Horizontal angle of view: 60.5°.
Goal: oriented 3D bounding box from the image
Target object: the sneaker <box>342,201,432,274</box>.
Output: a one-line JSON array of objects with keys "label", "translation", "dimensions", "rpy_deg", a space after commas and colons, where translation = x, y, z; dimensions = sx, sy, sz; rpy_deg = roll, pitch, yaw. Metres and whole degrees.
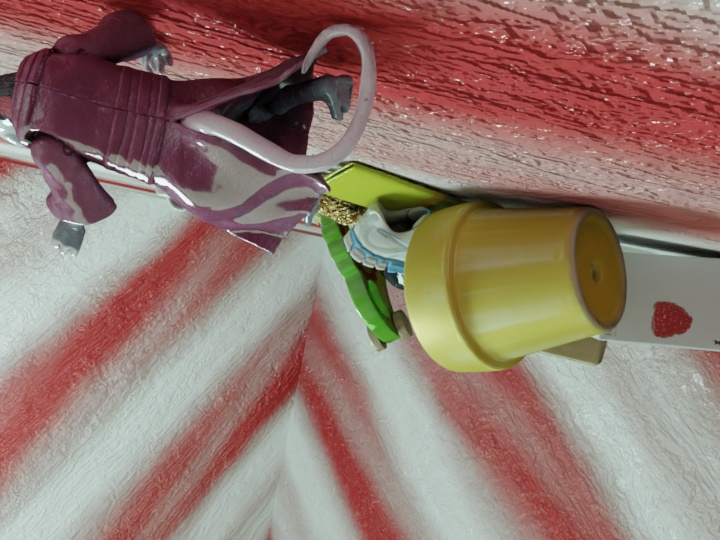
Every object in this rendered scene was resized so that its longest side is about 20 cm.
[{"label": "sneaker", "translation": [0.084, -0.034, 0.778], "dimensions": [0.198, 0.087, 0.075], "rpy_deg": [14, -142, -23]}]

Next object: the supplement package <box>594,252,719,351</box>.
[{"label": "supplement package", "translation": [0.419, 0.042, 0.844], "dimensions": [0.198, 0.123, 0.120], "rpy_deg": [4, 180, 11]}]

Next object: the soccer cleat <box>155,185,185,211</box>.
[{"label": "soccer cleat", "translation": [-0.216, -0.116, 0.773], "dimensions": [0.069, 0.087, 0.200], "rpy_deg": [11, -179, -1]}]

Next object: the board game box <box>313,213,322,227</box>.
[{"label": "board game box", "translation": [-0.026, -0.086, 1.127], "dimensions": [0.135, 0.035, 0.200], "rpy_deg": [32, 173, -21]}]

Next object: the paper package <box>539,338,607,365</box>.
[{"label": "paper package", "translation": [0.367, 0.058, 1.135], "dimensions": [0.189, 0.202, 0.103], "rpy_deg": [12, 180, 20]}]

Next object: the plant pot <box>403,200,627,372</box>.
[{"label": "plant pot", "translation": [0.182, 0.012, 0.694], "dimensions": [0.188, 0.203, 0.200], "rpy_deg": [-10, 165, 44]}]

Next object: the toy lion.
[{"label": "toy lion", "translation": [0.000, 0.000, 0.964], "dimensions": [0.068, 0.201, 0.192], "rpy_deg": [-25, 140, 14]}]

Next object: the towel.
[{"label": "towel", "translation": [0.045, -0.092, 0.753], "dimensions": [0.199, 0.018, 0.086], "rpy_deg": [12, 160, -37]}]

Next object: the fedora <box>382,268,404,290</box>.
[{"label": "fedora", "translation": [0.098, -0.023, 0.939], "dimensions": [0.199, 0.092, 0.201], "rpy_deg": [-5, -163, 1]}]

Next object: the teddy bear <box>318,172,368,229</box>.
[{"label": "teddy bear", "translation": [-0.026, -0.089, 0.846], "dimensions": [0.144, 0.067, 0.200], "rpy_deg": [14, -179, 18]}]

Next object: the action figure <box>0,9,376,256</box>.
[{"label": "action figure", "translation": [-0.109, -0.067, 0.318], "dimensions": [0.198, 0.135, 0.149], "rpy_deg": [8, -179, -19]}]
